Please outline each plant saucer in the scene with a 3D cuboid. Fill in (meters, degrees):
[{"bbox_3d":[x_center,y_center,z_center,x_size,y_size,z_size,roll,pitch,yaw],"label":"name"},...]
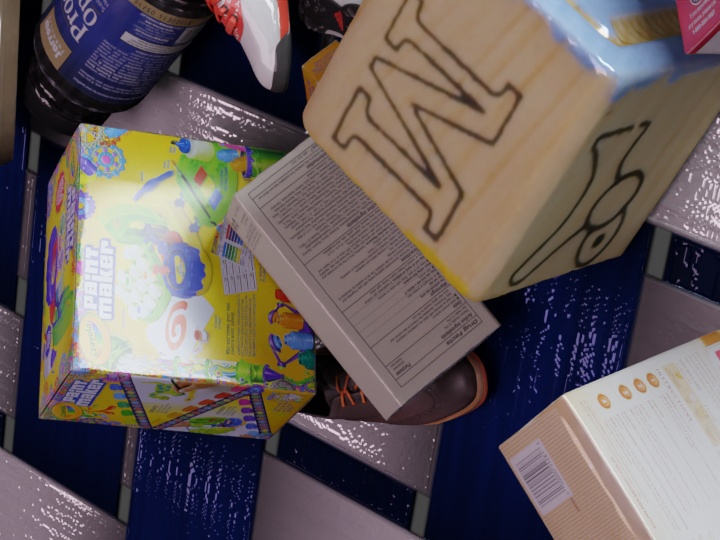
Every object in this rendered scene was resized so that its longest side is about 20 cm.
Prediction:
[{"bbox_3d":[-0.316,-0.182,1.802,0.200,0.029,0.202,-177,90,-79],"label":"plant saucer"}]

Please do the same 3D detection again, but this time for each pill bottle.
[{"bbox_3d":[-0.203,-0.203,1.709,0.200,0.111,0.112,-44,72,39],"label":"pill bottle"}]

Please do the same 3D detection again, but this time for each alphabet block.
[{"bbox_3d":[0.114,-0.127,1.397,0.197,0.195,0.201,48,126,24],"label":"alphabet block"}]

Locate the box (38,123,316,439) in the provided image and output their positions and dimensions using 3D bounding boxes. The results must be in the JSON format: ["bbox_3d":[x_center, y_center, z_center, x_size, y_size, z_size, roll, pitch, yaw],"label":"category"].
[{"bbox_3d":[-0.143,0.011,1.596,0.122,0.191,0.202,134,139,-60],"label":"box"}]

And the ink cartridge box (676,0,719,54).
[{"bbox_3d":[0.244,-0.252,1.250,0.145,0.084,0.202,132,133,-67],"label":"ink cartridge box"}]

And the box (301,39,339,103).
[{"bbox_3d":[0.034,-0.069,1.544,0.200,0.041,0.119,49,165,23],"label":"box"}]

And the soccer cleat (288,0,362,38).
[{"bbox_3d":[0.002,-0.211,1.568,0.200,0.073,0.069,43,147,46],"label":"soccer cleat"}]

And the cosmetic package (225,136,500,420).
[{"bbox_3d":[0.000,0.000,1.535,0.200,0.103,0.073,52,164,4],"label":"cosmetic package"}]

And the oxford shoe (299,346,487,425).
[{"bbox_3d":[0.012,0.095,1.623,0.199,0.072,0.072,-8,96,42],"label":"oxford shoe"}]

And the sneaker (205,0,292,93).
[{"bbox_3d":[-0.118,-0.232,1.610,0.067,0.107,0.203,144,117,-76],"label":"sneaker"}]

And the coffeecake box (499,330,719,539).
[{"bbox_3d":[0.210,0.141,1.375,0.073,0.199,0.154,-43,73,39],"label":"coffeecake box"}]
